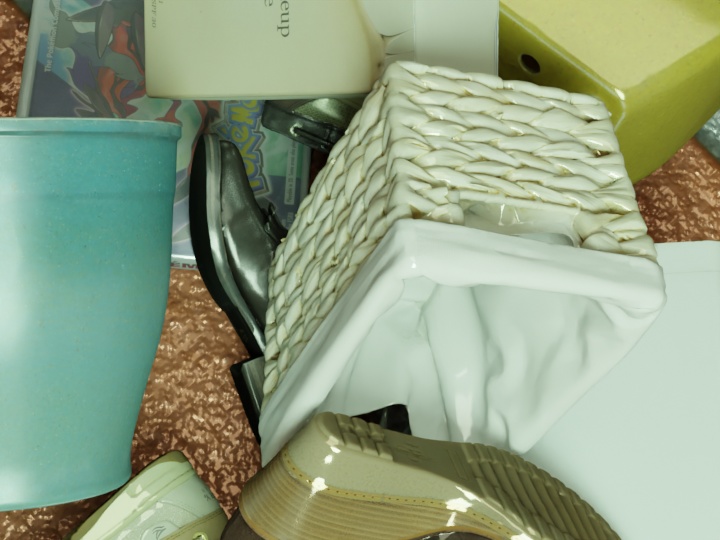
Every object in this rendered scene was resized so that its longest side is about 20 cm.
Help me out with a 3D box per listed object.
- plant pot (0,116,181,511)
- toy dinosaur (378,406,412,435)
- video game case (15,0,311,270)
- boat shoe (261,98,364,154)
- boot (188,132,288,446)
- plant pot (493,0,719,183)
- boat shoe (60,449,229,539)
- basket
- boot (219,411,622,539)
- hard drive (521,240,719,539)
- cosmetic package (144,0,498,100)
[{"bbox_3d":[-0.189,0.022,0.754,0.198,0.200,0.190,-2,92,-8],"label":"plant pot"},{"bbox_3d":[-0.030,0.170,0.797,0.199,0.077,0.103,-29,61,-7],"label":"toy dinosaur"},{"bbox_3d":[-0.119,-0.099,0.898,0.181,0.023,0.202,5,70,-5],"label":"video game case"},{"bbox_3d":[0.032,-0.067,0.886,0.200,0.072,0.066,29,107,-12],"label":"boat shoe"},{"bbox_3d":[0.000,0.000,0.844,0.173,0.069,0.201,-17,99,-14],"label":"boot"},{"bbox_3d":[0.140,-0.158,0.846,0.194,0.196,0.200,38,62,7],"label":"plant pot"},{"bbox_3d":[-0.150,0.183,0.765,0.200,0.074,0.066,-43,83,-14],"label":"boat shoe"},{"bbox_3d":[0.037,0.008,0.712,0.135,0.200,0.124,8,54,-21],"label":"basket"},{"bbox_3d":[0.018,0.163,0.723,0.199,0.167,0.072,22,24,-18],"label":"boot"},{"bbox_3d":[0.136,0.084,0.781,0.131,0.026,0.201,-3,66,12],"label":"hard drive"},{"bbox_3d":[-0.026,-0.144,0.784,0.073,0.199,0.104,-7,98,-48],"label":"cosmetic package"}]
